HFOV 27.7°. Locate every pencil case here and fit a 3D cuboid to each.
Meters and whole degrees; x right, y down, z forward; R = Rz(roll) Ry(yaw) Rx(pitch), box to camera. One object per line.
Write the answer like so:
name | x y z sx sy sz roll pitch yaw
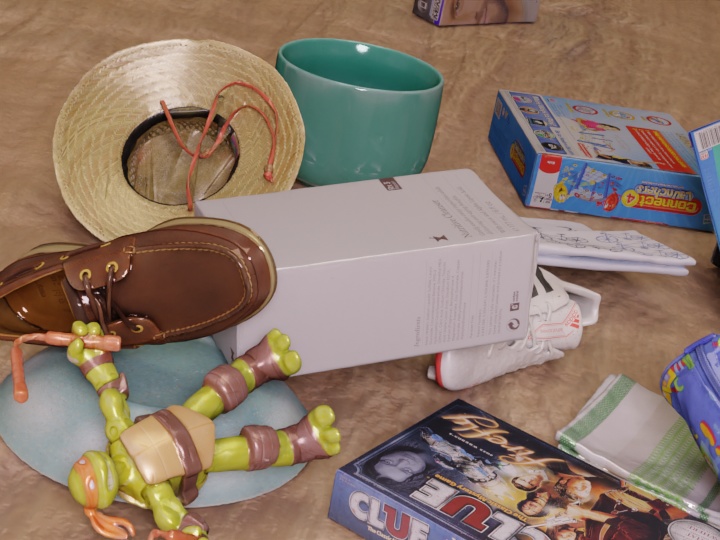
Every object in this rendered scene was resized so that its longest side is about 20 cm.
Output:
pencil case | 0.245 0.118 0.848 0.078 0.087 0.201 -31 43 10

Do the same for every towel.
towel | 0.232 0.128 0.946 0.199 0.031 0.149 21 26 21

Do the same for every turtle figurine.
turtle figurine | -0.092 0.103 0.791 0.160 0.065 0.200 -18 57 -33

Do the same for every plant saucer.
plant saucer | -0.123 0.074 0.897 0.199 0.039 0.201 10 23 -4

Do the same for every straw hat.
straw hat | -0.144 -0.085 1.184 0.199 0.203 0.085 11 -18 0

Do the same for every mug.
mug | -0.023 -0.137 1.327 0.183 0.115 0.152 15 24 12

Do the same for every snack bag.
snack bag | 0.153 -0.029 1.226 0.187 0.022 0.200 4 11 -18

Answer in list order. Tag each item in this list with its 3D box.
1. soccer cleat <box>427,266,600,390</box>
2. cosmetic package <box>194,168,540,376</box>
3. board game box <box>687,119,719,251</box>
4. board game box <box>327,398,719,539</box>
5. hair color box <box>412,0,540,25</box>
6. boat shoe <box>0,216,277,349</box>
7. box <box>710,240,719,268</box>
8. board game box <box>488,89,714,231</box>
soccer cleat | 0.112 0.040 1.046 0.084 0.069 0.200 12 17 23
cosmetic package | 0.000 0.000 0.938 0.198 0.082 0.113 -7 29 -21
board game box | 0.363 -0.055 1.190 0.151 0.045 0.201 -21 51 22
board game box | 0.100 0.148 0.835 0.199 0.035 0.135 25 27 28
hair color box | 0.171 -0.402 2.026 0.199 0.110 0.065 -10 32 -39
boat shoe | -0.140 0.016 0.853 0.198 0.073 0.068 -6 17 30
box | 0.457 -0.025 1.288 0.195 0.118 0.200 -8 31 -38
board game box | 0.243 -0.114 1.469 0.194 0.056 0.200 8 24 -9
